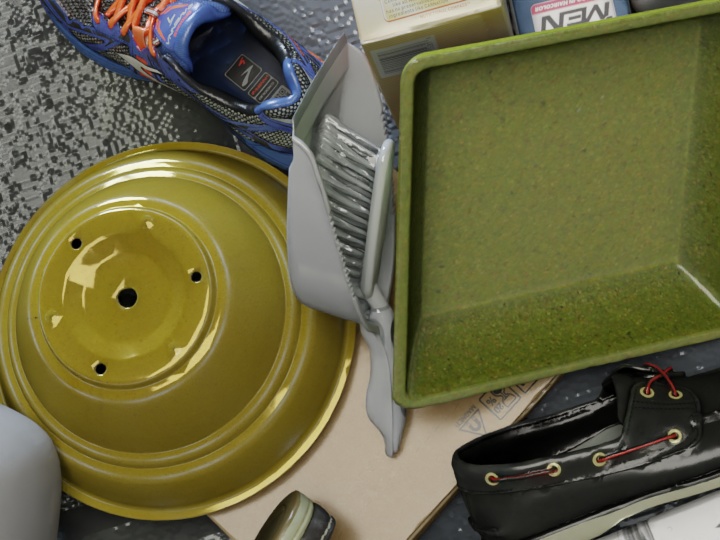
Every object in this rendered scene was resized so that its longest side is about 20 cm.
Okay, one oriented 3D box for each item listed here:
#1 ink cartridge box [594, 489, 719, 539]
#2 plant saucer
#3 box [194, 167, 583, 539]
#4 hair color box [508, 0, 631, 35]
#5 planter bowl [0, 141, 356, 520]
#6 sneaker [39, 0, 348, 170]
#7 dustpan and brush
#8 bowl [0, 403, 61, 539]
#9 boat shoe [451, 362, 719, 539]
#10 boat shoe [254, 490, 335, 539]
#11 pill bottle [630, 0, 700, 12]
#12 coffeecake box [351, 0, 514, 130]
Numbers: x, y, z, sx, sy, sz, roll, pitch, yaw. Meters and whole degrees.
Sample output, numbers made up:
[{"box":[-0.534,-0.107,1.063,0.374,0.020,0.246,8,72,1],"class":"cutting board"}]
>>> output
[{"box":[0.174,0.188,1.306,0.199,0.084,0.146,-23,79,3],"class":"ink cartridge box"},{"box":[0.101,-0.043,1.299,0.199,0.201,0.048,-12,36,-18],"class":"plant saucer"},{"box":[-0.007,0.058,1.379,0.163,0.021,0.200,42,89,12],"class":"box"},{"box":[0.094,-0.194,1.364,0.060,0.100,0.201,-12,81,6],"class":"hair color box"},{"box":[-0.107,0.021,1.347,0.200,0.083,0.201,-3,77,11],"class":"planter bowl"},{"box":[-0.088,-0.125,1.384,0.200,0.078,0.075,29,84,17],"class":"sneaker"},{"box":[0.000,0.000,1.317,0.057,0.140,0.201,8,115,8],"class":"dustpan and brush"},{"box":[-0.261,0.150,1.343,0.199,0.075,0.201,14,101,8],"class":"bowl"},{"box":[0.143,0.080,1.324,0.201,0.074,0.063,-23,105,3],"class":"boat shoe"},{"box":[-0.049,0.209,1.336,0.066,0.072,0.201,22,98,-4],"class":"boat shoe"},{"box":[0.179,-0.236,1.350,0.119,0.120,0.201,-9,81,6],"class":"pill bottle"},{"box":[0.021,-0.190,1.337,0.073,0.154,0.201,-15,75,5],"class":"coffeecake box"}]
